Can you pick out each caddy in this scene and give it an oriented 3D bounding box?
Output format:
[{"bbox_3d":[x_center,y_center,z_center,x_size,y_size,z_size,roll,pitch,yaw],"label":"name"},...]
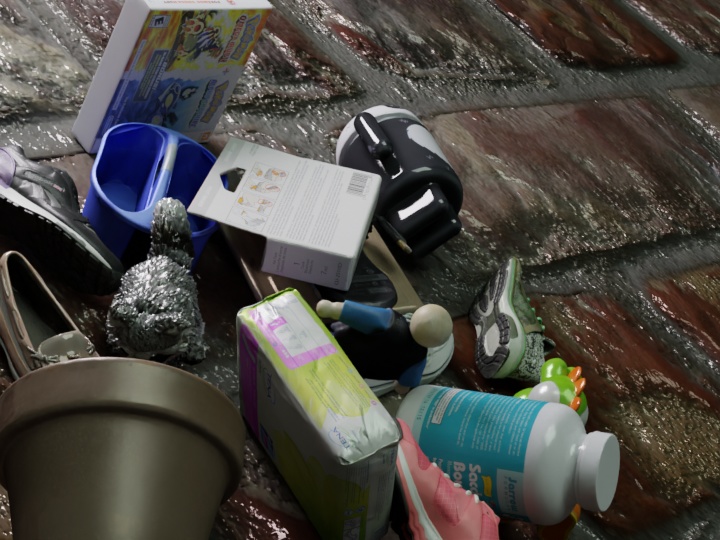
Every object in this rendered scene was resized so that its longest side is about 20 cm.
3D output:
[{"bbox_3d":[-0.213,-0.079,1.580,0.140,0.106,0.201,21,31,-12],"label":"caddy"}]

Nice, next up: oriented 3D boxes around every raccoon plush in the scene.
[{"bbox_3d":[-0.196,0.007,1.396,0.096,0.134,0.202,-9,69,-6],"label":"raccoon plush"}]

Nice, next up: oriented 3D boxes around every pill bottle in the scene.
[{"bbox_3d":[0.134,0.171,1.404,0.198,0.112,0.111,6,21,27],"label":"pill bottle"}]

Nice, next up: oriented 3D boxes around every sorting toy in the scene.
[{"bbox_3d":[-0.048,-0.005,1.655,0.198,0.037,0.186,-2,42,-30],"label":"sorting toy"}]

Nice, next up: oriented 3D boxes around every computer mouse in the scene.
[{"bbox_3d":[0.000,0.000,1.607,0.139,0.046,0.200,-8,33,-29],"label":"computer mouse"}]

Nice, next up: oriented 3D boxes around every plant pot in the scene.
[{"bbox_3d":[-0.189,0.190,1.153,0.198,0.201,0.176,15,50,-19],"label":"plant pot"}]

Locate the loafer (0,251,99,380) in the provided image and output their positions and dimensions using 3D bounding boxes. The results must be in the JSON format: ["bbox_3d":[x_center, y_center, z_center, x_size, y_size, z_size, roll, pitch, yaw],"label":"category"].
[{"bbox_3d":[-0.278,0.065,1.361,0.072,0.063,0.200,-11,48,-47],"label":"loafer"}]

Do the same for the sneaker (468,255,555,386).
[{"bbox_3d":[0.177,0.065,1.724,0.088,0.077,0.201,32,34,-19],"label":"sneaker"}]

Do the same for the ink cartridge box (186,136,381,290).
[{"bbox_3d":[-0.077,-0.063,1.593,0.174,0.045,0.200,15,29,2],"label":"ink cartridge box"}]

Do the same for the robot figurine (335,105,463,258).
[{"bbox_3d":[0.048,-0.108,1.808,0.123,0.151,0.201,-5,43,-23],"label":"robot figurine"}]

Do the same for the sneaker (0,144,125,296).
[{"bbox_3d":[-0.296,-0.060,1.495,0.199,0.076,0.088,35,51,12],"label":"sneaker"}]

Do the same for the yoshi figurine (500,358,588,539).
[{"bbox_3d":[0.181,0.182,1.544,0.111,0.113,0.201,-6,40,23],"label":"yoshi figurine"}]

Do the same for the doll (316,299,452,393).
[{"bbox_3d":[-0.002,0.070,1.432,0.137,0.198,0.049,50,41,-34],"label":"doll"}]

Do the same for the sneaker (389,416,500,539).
[{"bbox_3d":[0.076,0.219,1.353,0.086,0.074,0.202,-17,71,-20],"label":"sneaker"}]

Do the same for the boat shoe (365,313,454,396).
[{"bbox_3d":[0.047,0.081,1.586,0.073,0.067,0.199,38,32,17],"label":"boat shoe"}]

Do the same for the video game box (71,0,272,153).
[{"bbox_3d":[-0.210,-0.224,1.709,0.181,0.201,0.047,-14,53,-47],"label":"video game box"}]

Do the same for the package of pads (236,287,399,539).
[{"bbox_3d":[-0.040,0.132,1.352,0.068,0.155,0.200,-22,53,-23],"label":"package of pads"}]
